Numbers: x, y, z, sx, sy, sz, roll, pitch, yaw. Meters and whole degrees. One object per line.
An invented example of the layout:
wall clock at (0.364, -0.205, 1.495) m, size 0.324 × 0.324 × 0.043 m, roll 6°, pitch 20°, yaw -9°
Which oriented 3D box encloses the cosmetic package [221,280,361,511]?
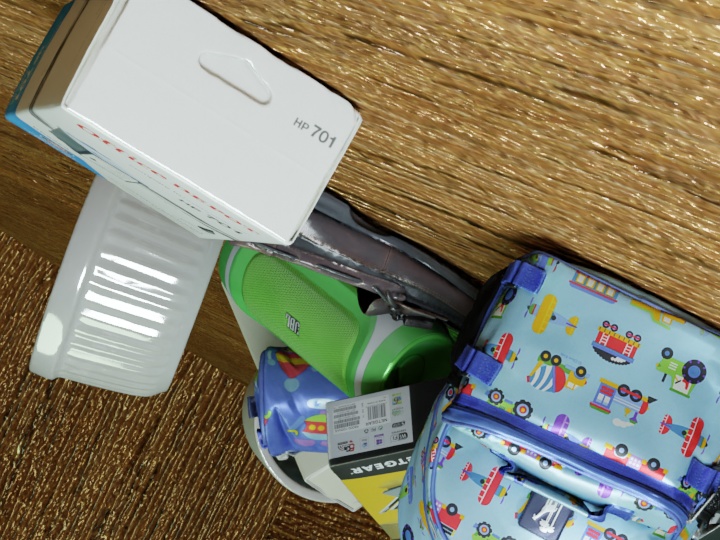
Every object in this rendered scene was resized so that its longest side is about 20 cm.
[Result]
cosmetic package at (-0.033, 0.086, 1.737) m, size 0.200 × 0.073 × 0.104 m, roll 64°, pitch -169°, yaw 29°

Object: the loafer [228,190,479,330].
loafer at (0.000, 0.000, 1.429) m, size 0.200 × 0.063 × 0.072 m, roll 32°, pitch 174°, yaw -15°

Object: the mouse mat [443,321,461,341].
mouse mat at (0.066, 0.057, 1.793) m, size 0.161 × 0.008 × 0.200 m, roll 32°, pitch 172°, yaw -17°

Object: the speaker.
speaker at (-0.018, 0.031, 1.532) m, size 0.200 × 0.089 × 0.088 m, roll 37°, pitch 179°, yaw 41°

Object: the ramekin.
ramekin at (-0.168, 0.001, 1.595) m, size 0.105 × 0.201 × 0.200 m, roll 21°, pitch 173°, yaw -4°

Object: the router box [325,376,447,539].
router box at (0.094, 0.126, 1.459) m, size 0.199 × 0.052 × 0.157 m, roll -13°, pitch 148°, yaw 16°

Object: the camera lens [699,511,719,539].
camera lens at (0.232, 0.180, 1.372) m, size 0.160 × 0.160 × 0.200 m, roll 26°, pitch 172°, yaw 28°

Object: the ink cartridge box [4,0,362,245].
ink cartridge box at (-0.104, -0.086, 1.169) m, size 0.146 × 0.086 × 0.200 m, roll 32°, pitch 174°, yaw -16°

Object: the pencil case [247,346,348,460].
pencil case at (0.014, 0.105, 1.582) m, size 0.199 × 0.087 × 0.078 m, roll 4°, pitch -165°, yaw -3°

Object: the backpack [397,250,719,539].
backpack at (0.116, 0.110, 1.192) m, size 0.182 × 0.200 × 0.135 m, roll 29°, pitch 173°, yaw 7°

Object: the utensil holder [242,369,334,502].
utensil holder at (-0.042, 0.160, 2.312) m, size 0.170 × 0.170 × 0.200 m, roll 30°, pitch 176°, yaw -7°

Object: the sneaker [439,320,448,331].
sneaker at (-0.013, 0.033, 1.653) m, size 0.200 × 0.076 × 0.077 m, roll 20°, pitch 168°, yaw 47°
